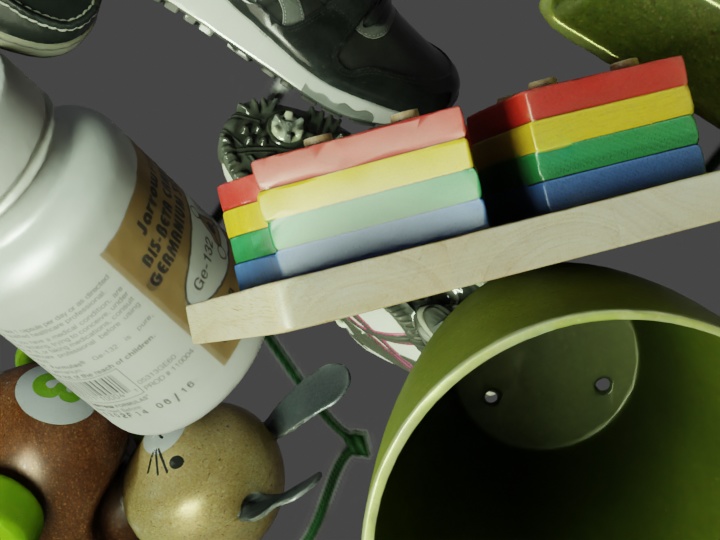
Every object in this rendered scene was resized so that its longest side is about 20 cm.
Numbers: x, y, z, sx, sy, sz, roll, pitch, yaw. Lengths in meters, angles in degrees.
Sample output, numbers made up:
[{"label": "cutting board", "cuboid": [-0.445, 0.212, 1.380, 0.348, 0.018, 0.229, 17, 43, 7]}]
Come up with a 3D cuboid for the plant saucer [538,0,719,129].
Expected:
[{"label": "plant saucer", "cuboid": [0.186, -0.131, 0.658, 0.199, 0.048, 0.201, 33, 138, 14]}]

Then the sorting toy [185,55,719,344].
[{"label": "sorting toy", "cuboid": [0.032, -0.028, 0.728, 0.200, 0.197, 0.070, 167, 89, -75]}]

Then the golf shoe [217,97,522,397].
[{"label": "golf shoe", "cuboid": [0.000, 0.000, 0.875, 0.200, 0.077, 0.088, 40, 146, -10]}]

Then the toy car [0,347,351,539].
[{"label": "toy car", "cuboid": [-0.103, 0.105, 0.968, 0.199, 0.165, 0.158, -15, 124, 24]}]

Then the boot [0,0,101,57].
[{"label": "boot", "cuboid": [-0.173, -0.197, 0.763, 0.203, 0.074, 0.153, 43, 140, -11]}]

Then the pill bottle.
[{"label": "pill bottle", "cuboid": [-0.143, -0.015, 0.865, 0.114, 0.115, 0.200, -12, 140, 33]}]

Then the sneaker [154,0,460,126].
[{"label": "sneaker", "cuboid": [-0.028, -0.137, 0.760, 0.199, 0.076, 0.088, 28, 116, -18]}]

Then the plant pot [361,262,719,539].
[{"label": "plant pot", "cuboid": [0.088, 0.072, 0.743, 0.185, 0.200, 0.189, -1, 108, -2]}]

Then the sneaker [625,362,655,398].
[{"label": "sneaker", "cuboid": [0.178, 0.126, 0.886, 0.074, 0.087, 0.201, 17, 143, 54]}]
